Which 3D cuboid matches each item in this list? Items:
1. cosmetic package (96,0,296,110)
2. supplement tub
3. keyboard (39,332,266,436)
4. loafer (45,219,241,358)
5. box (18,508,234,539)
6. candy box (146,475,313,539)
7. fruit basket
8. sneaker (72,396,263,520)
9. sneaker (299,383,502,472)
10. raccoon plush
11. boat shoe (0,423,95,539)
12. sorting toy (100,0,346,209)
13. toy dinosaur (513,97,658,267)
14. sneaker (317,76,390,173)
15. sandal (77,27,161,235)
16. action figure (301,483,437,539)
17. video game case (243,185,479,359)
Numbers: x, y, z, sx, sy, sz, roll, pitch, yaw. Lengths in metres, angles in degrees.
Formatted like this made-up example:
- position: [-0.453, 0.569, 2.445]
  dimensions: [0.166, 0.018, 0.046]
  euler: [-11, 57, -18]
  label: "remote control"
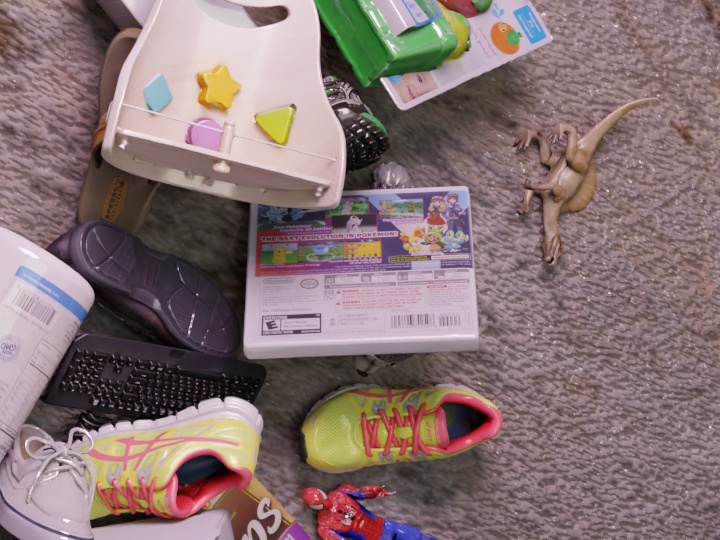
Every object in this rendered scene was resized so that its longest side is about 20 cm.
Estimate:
- position: [-0.142, -0.202, 1.581]
  dimensions: [0.085, 0.108, 0.200]
  euler: [-43, 106, -9]
  label: "cosmetic package"
- position: [-0.318, 0.071, 1.489]
  dimensions: [0.132, 0.132, 0.200]
  euler: [35, 77, -22]
  label: "supplement tub"
- position: [-0.176, 0.116, 1.579]
  dimensions: [0.200, 0.040, 0.104]
  euler: [13, 119, -37]
  label: "keyboard"
- position: [-0.189, 0.019, 1.596]
  dimensions: [0.200, 0.063, 0.072]
  euler: [37, 54, -37]
  label: "loafer"
- position: [-0.201, 0.287, 1.477]
  dimensions: [0.200, 0.199, 0.131]
  euler: [-9, 94, 3]
  label: "box"
- position: [-0.099, 0.270, 1.640]
  dimensions: [0.117, 0.056, 0.200]
  euler: [-46, 107, -17]
  label: "candy box"
- position: [0.061, -0.253, 1.624]
  dimensions: [0.200, 0.094, 0.185]
  euler: [-28, 84, -29]
  label: "fruit basket"
- position: [-0.176, 0.175, 1.541]
  dimensions: [0.200, 0.090, 0.078]
  euler: [-22, 129, 7]
  label: "sneaker"
- position: [0.041, 0.141, 1.679]
  dimensions: [0.200, 0.090, 0.078]
  euler: [-10, 96, -24]
  label: "sneaker"
- position: [0.020, -0.004, 1.649]
  dimensions: [0.097, 0.134, 0.200]
  euler: [5, 89, -25]
  label: "raccoon plush"
- position: [-0.249, 0.166, 1.478]
  dimensions: [0.075, 0.202, 0.086]
  euler: [23, 93, -23]
  label: "boat shoe"
- position: [-0.109, -0.156, 1.488]
  dimensions: [0.200, 0.107, 0.180]
  euler: [14, 83, -22]
  label: "sorting toy"
- position: [0.205, -0.107, 1.794]
  dimensions: [0.101, 0.058, 0.200]
  euler: [32, 84, -38]
  label: "toy dinosaur"
- position: [-0.027, -0.128, 1.602]
  dimensions: [0.078, 0.200, 0.085]
  euler: [-22, 90, -4]
  label: "sneaker"
- position: [-0.198, -0.104, 1.541]
  dimensions: [0.080, 0.054, 0.200]
  euler: [19, 113, 3]
  label: "sandal"
- position: [0.037, 0.251, 1.686]
  dimensions: [0.200, 0.099, 0.065]
  euler: [31, 76, -21]
  label: "action figure"
- position: [0.000, 0.000, 1.598]
  dimensions: [0.200, 0.023, 0.182]
  euler: [-2, 48, 2]
  label: "video game case"
